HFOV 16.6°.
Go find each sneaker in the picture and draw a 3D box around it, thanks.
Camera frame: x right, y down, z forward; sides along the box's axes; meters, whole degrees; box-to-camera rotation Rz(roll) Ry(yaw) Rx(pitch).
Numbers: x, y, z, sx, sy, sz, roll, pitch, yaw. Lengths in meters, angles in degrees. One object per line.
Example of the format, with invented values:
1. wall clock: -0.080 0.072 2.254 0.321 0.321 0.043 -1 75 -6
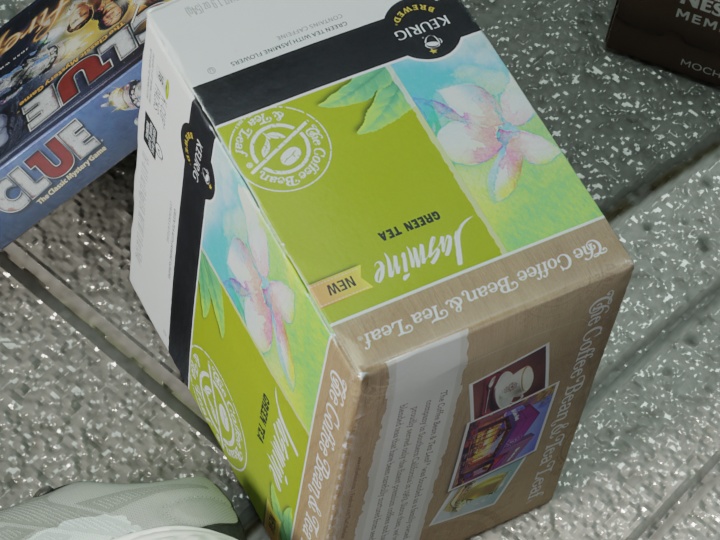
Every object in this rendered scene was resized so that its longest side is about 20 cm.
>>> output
1. sneaker: -0.143 0.131 1.052 0.198 0.074 0.080 -6 38 -10

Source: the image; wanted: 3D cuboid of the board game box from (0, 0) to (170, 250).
1. board game box: -0.104 -0.109 1.137 0.199 0.035 0.136 -36 31 7

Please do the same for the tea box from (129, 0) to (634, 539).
1. tea box: 0.000 0.000 1.067 0.133 0.201 0.197 -22 61 -20

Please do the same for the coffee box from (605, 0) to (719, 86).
1. coffee box: 0.213 -0.193 1.289 0.112 0.080 0.201 19 57 6
